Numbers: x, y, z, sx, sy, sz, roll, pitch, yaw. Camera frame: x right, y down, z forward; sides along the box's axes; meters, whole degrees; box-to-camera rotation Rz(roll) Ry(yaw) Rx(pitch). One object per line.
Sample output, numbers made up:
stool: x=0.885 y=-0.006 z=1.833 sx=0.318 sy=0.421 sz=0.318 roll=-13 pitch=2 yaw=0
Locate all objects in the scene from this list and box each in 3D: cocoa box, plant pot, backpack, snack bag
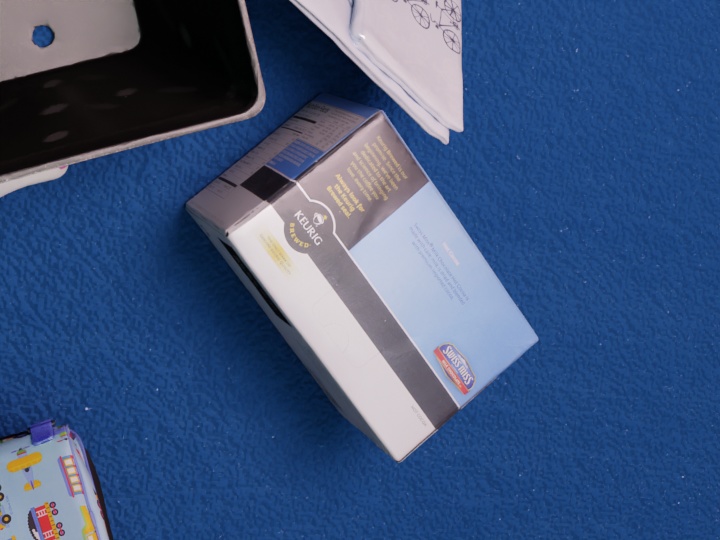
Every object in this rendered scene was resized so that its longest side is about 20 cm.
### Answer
cocoa box: x=0.000 y=0.000 z=1.081 sx=0.131 sy=0.133 sz=0.201 roll=-39 pitch=110 yaw=-8
plant pot: x=-0.191 y=-0.175 z=0.957 sx=0.198 sy=0.177 sz=0.201 roll=-16 pitch=105 yaw=-16
backpack: x=-0.253 y=0.205 z=1.016 sx=0.198 sy=0.135 sz=0.184 roll=-14 pitch=66 yaw=-9
snack bag: x=0.000 y=-0.203 z=1.015 sx=0.021 sy=0.190 sz=0.200 roll=-28 pitch=129 yaw=31

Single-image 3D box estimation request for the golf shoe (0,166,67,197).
golf shoe: x=-0.282 y=-0.051 z=1.017 sx=0.198 sy=0.075 sz=0.092 roll=-7 pitch=119 yaw=-15
